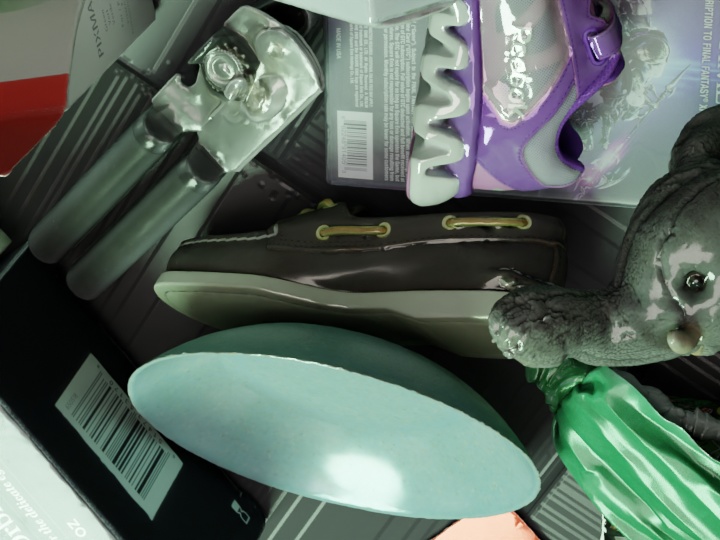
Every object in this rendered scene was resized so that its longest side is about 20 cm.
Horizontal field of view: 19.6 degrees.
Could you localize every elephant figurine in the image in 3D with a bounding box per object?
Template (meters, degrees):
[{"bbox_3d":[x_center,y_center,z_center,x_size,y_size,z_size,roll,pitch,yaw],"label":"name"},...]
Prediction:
[{"bbox_3d":[0.172,-0.006,0.876,0.200,0.155,0.141,34,140,-32],"label":"elephant figurine"}]

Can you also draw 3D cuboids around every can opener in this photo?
[{"bbox_3d":[-0.083,-0.062,0.995,0.053,0.067,0.200,44,129,-7],"label":"can opener"}]

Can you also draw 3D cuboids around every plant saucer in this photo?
[{"bbox_3d":[-0.009,0.065,0.990,0.201,0.039,0.201,13,158,5],"label":"plant saucer"}]

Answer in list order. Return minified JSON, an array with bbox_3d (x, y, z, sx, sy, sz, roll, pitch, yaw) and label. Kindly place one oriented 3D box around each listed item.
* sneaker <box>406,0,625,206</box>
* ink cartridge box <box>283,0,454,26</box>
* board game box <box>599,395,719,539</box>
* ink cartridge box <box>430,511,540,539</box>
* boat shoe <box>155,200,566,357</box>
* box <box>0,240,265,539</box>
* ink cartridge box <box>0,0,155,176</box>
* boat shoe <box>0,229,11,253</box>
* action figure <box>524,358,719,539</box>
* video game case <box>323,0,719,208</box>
[{"bbox_3d":[0.073,-0.116,0.896,0.088,0.080,0.200,9,120,3],"label":"sneaker"},{"bbox_3d":[-0.031,-0.211,0.854,0.163,0.057,0.200,26,132,54],"label":"ink cartridge box"},{"bbox_3d":[0.217,0.118,1.007,0.200,0.023,0.105,7,112,12],"label":"board game box"},{"bbox_3d":[0.045,0.233,1.088,0.200,0.057,0.163,-38,99,30],"label":"ink cartridge box"},{"bbox_3d":[0.000,0.000,0.985,0.201,0.072,0.061,4,70,23],"label":"boat shoe"},{"bbox_3d":[-0.192,0.128,1.061,0.200,0.117,0.197,-33,104,25],"label":"box"},{"bbox_3d":[-0.196,-0.090,0.922,0.161,0.200,0.050,-6,111,16],"label":"ink cartridge box"},{"bbox_3d":[-0.270,0.020,1.063,0.201,0.072,0.061,-35,103,17],"label":"boat shoe"},{"bbox_3d":[0.154,0.102,0.967,0.200,0.055,0.118,42,141,7],"label":"action figure"},{"bbox_3d":[0.081,-0.100,0.949,0.200,0.019,0.143,5,114,11],"label":"video game case"}]
